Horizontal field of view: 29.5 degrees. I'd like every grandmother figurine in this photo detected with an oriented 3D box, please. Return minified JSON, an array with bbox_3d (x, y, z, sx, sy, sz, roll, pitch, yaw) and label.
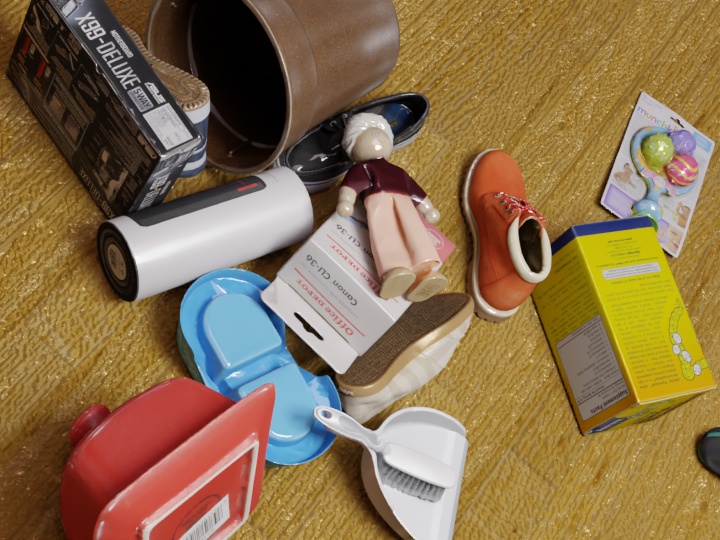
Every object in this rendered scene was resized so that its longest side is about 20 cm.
[{"bbox_3d":[0.029,-0.067,1.329,0.121,0.061,0.200,14,49,-45],"label":"grandmother figurine"}]

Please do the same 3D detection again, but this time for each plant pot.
[{"bbox_3d":[-0.078,-0.224,1.378,0.198,0.200,0.200,-32,82,-41],"label":"plant pot"}]

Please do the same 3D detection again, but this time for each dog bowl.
[{"bbox_3d":[-0.101,0.096,1.286,0.111,0.050,0.200,-25,79,-33],"label":"dog bowl"}]

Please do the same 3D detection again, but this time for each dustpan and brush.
[{"bbox_3d":[0.028,0.175,1.287,0.200,0.057,0.140,26,58,-22],"label":"dustpan and brush"}]

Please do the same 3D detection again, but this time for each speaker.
[{"bbox_3d":[-0.145,-0.037,1.311,0.200,0.081,0.081,-20,76,-31],"label":"speaker"}]

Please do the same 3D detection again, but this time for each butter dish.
[{"bbox_3d":[-0.184,0.169,1.151,0.148,0.200,0.200,36,51,22],"label":"butter dish"}]

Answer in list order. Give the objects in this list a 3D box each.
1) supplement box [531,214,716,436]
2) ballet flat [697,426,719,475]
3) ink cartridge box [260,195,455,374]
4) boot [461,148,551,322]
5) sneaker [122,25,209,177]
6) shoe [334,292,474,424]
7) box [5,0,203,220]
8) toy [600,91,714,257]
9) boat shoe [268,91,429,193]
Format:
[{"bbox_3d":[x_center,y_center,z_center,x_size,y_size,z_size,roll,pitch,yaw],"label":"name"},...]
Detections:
[{"bbox_3d":[0.271,0.058,1.450,0.109,0.109,0.200,-8,70,-29],"label":"supplement box"},{"bbox_3d":[0.459,0.231,1.483,0.200,0.073,0.073,33,56,-8],"label":"ballet flat"},{"bbox_3d":[0.000,0.000,1.340,0.116,0.067,0.200,43,39,-2],"label":"ink cartridge box"},{"bbox_3d":[0.162,-0.055,1.456,0.075,0.107,0.200,9,61,-20],"label":"boot"},{"bbox_3d":[-0.222,-0.164,1.351,0.070,0.109,0.200,-33,53,-32],"label":"sneaker"},{"bbox_3d":[0.046,0.084,1.366,0.200,0.070,0.053,-36,127,-38],"label":"shoe"},{"bbox_3d":[-0.243,-0.155,1.274,0.050,0.158,0.200,-32,82,-34],"label":"box"},{"bbox_3d":[0.364,-0.124,1.621,0.115,0.047,0.200,34,57,-9],"label":"toy"},{"bbox_3d":[-0.006,-0.141,1.437,0.200,0.066,0.070,-21,77,-32],"label":"boat shoe"}]
